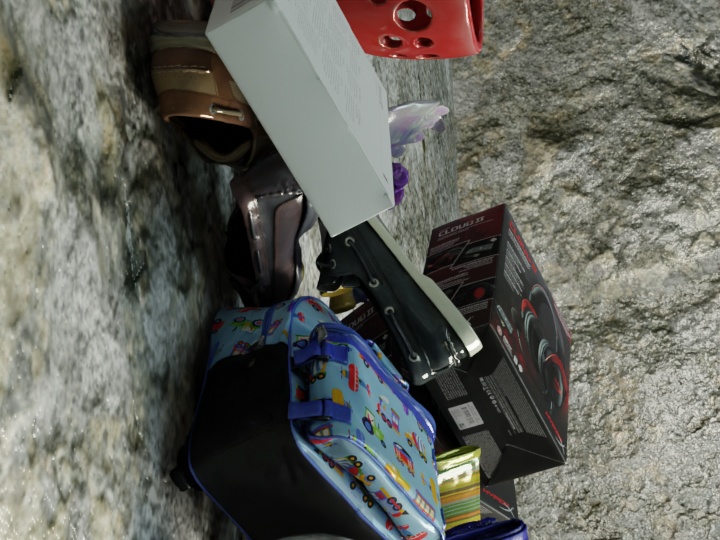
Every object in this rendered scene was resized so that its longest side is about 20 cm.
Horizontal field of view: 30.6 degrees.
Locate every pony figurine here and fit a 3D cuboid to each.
[{"bbox_3d":[-0.020,-0.069,1.087,0.193,0.166,0.201,1,68,-55],"label":"pony figurine"}]

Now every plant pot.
[{"bbox_3d":[0.022,-0.304,1.275,0.200,0.182,0.202,-2,90,-81],"label":"plant pot"}]

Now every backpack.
[{"bbox_3d":[-0.031,0.106,0.932,0.183,0.134,0.200,53,21,-31],"label":"backpack"}]

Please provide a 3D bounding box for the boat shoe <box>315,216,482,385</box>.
[{"bbox_3d":[0.000,0.001,0.959,0.200,0.066,0.075,49,-4,7],"label":"boat shoe"}]

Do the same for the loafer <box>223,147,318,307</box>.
[{"bbox_3d":[-0.077,-0.024,0.949,0.072,0.063,0.200,60,-24,19],"label":"loafer"}]

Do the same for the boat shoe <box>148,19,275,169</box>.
[{"bbox_3d":[-0.093,-0.105,0.902,0.200,0.075,0.072,33,59,-68],"label":"boat shoe"}]

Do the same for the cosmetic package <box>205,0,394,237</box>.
[{"bbox_3d":[-0.034,-0.133,0.859,0.151,0.052,0.200,56,15,-24],"label":"cosmetic package"}]

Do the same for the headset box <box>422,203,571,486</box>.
[{"bbox_3d":[0.112,0.052,1.089,0.149,0.075,0.200,60,24,-25],"label":"headset box"}]

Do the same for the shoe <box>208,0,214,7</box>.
[{"bbox_3d":[-0.072,-0.222,1.033,0.201,0.071,0.091,-95,163,-47],"label":"shoe"}]

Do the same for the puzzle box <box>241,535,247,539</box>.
[{"bbox_3d":[-0.080,0.318,0.991,0.200,0.025,0.133,-82,165,-47],"label":"puzzle box"}]

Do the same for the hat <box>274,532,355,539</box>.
[{"bbox_3d":[-0.062,0.259,0.852,0.081,0.200,0.202,4,-81,57],"label":"hat"}]

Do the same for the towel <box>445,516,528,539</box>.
[{"bbox_3d":[0.066,0.295,0.998,0.049,0.147,0.201,20,-61,58],"label":"towel"}]

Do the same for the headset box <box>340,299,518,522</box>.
[{"bbox_3d":[0.052,0.121,1.118,0.149,0.077,0.201,36,34,-29],"label":"headset box"}]

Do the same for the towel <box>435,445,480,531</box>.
[{"bbox_3d":[0.063,0.238,1.019,0.018,0.086,0.201,16,-67,55],"label":"towel"}]
